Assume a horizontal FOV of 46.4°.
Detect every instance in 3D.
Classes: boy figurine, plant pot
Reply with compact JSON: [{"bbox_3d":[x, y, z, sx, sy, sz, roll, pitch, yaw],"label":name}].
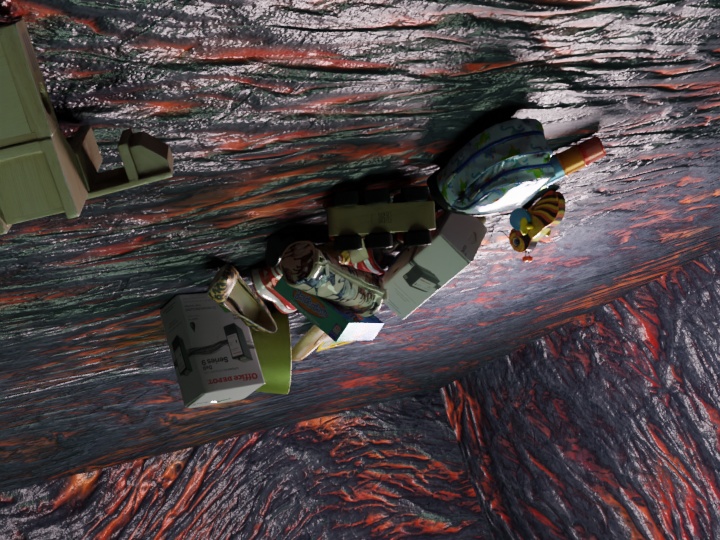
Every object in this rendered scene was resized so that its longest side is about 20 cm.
[{"bbox_3d":[-0.076,-0.027,1.508,0.123,0.065,0.199,8,-175,37],"label":"boy figurine"},{"bbox_3d":[-0.262,0.181,1.847,0.198,0.189,0.187,0,160,-12],"label":"plant pot"},{"bbox_3d":[-0.089,0.139,1.906,0.200,0.027,0.200,-44,173,-7],"label":"plant pot"}]

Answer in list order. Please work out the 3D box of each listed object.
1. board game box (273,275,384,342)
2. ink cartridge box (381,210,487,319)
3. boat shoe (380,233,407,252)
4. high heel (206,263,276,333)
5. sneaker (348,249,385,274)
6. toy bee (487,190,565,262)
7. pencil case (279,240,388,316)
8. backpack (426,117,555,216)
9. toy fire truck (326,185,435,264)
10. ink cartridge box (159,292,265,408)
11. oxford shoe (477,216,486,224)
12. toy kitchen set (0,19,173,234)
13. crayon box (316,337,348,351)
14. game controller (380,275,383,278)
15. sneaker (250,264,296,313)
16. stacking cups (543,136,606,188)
[{"bbox_3d":[-0.053,0.066,1.522,0.045,0.152,0.200,-54,163,9],"label":"board game box"},{"bbox_3d":[0.134,-0.020,1.604,0.200,0.084,0.145,-42,-172,36],"label":"ink cartridge box"},{"bbox_3d":[0.076,-0.076,1.534,0.062,0.073,0.200,-18,169,-14],"label":"boat shoe"},{"bbox_3d":[-0.203,0.056,1.513,0.072,0.142,0.200,-56,-178,-14],"label":"high heel"},{"bbox_3d":[0.000,0.000,1.697,0.111,0.072,0.200,-16,162,3],"label":"sneaker"},{"bbox_3d":[0.362,-0.079,1.789,0.130,0.110,0.200,-11,162,-31],"label":"toy bee"},{"bbox_3d":[-0.041,0.016,1.417,0.089,0.079,0.199,3,164,43],"label":"pencil case"},{"bbox_3d":[0.221,-0.162,1.333,0.162,0.155,0.201,-3,146,-27],"label":"backpack"},{"bbox_3d":[0.030,-0.072,1.431,0.174,0.130,0.200,-5,-176,-4],"label":"toy fire truck"},{"bbox_3d":[-0.285,0.149,1.620,0.145,0.202,0.084,-4,158,-43],"label":"ink cartridge box"},{"bbox_3d":[0.174,-0.058,1.716,0.199,0.071,0.075,-28,169,34],"label":"oxford shoe"},{"bbox_3d":[-0.289,-0.163,0.831,0.161,0.182,0.200,-14,-157,-6],"label":"toy kitchen set"},{"bbox_3d":[-0.048,0.143,2.147,0.125,0.052,0.200,-14,162,-18],"label":"crayon box"},{"bbox_3d":[0.063,0.023,1.789,0.104,0.042,0.200,-25,-174,13],"label":"game controller"},{"bbox_3d":[-0.121,0.024,1.627,0.115,0.079,0.200,-22,165,15],"label":"sneaker"},{"bbox_3d":[0.346,-0.186,1.531,0.199,0.061,0.060,-28,163,12],"label":"stacking cups"}]
